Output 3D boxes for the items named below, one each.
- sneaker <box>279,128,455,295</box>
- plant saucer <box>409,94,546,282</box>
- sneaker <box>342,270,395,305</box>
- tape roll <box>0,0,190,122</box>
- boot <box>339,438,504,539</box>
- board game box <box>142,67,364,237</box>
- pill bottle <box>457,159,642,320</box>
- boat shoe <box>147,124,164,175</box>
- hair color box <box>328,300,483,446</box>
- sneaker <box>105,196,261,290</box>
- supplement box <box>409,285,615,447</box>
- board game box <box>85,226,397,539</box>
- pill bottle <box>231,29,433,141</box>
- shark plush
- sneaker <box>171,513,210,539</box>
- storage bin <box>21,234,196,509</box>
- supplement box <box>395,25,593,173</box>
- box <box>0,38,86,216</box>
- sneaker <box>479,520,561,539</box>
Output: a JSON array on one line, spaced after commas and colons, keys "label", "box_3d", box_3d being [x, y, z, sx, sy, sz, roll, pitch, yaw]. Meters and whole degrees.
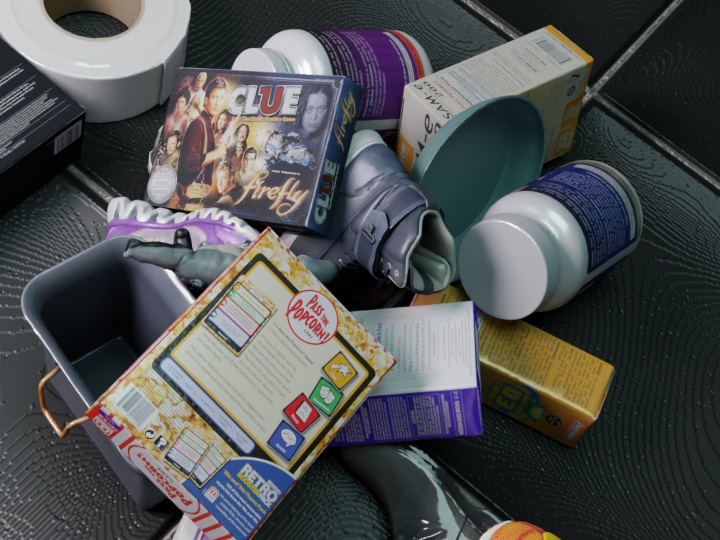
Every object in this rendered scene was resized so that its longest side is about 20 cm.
[{"label": "sneaker", "box_3d": [-0.001, 0.000, 1.146, 0.077, 0.203, 0.146, -3, 41, -48]}, {"label": "plant saucer", "box_3d": [0.101, -0.082, 1.241, 0.199, 0.201, 0.036, -33, 51, -30]}, {"label": "sneaker", "box_3d": [-0.023, -0.065, 1.259, 0.073, 0.082, 0.200, -29, 68, -28]}, {"label": "tape roll", "box_3d": [-0.273, -0.250, 1.321, 0.200, 0.071, 0.204, 7, 56, -10]}, {"label": "boot", "box_3d": [0.036, 0.232, 1.095, 0.199, 0.070, 0.132, 35, 62, 15]}, {"label": "board game box", "box_3d": [-0.100, -0.110, 1.164, 0.198, 0.035, 0.137, 8, 81, 36]}, {"label": "pill bottle", "box_3d": [0.180, -0.029, 1.231, 0.116, 0.116, 0.199, 43, 36, 15]}, {"label": "boat shoe", "box_3d": [-0.131, -0.155, 1.300, 0.070, 0.064, 0.200, 37, 57, 12]}, {"label": "hair color box", "box_3d": [0.005, 0.092, 1.123, 0.198, 0.065, 0.110, -4, 39, 6]}, {"label": "sneaker", "box_3d": [-0.160, -0.006, 1.161, 0.198, 0.081, 0.089, 7, 62, 34]}, {"label": "supplement box", "box_3d": [0.132, 0.085, 1.211, 0.198, 0.067, 0.069, 24, 55, 3]}, {"label": "board game box", "box_3d": [-0.087, 0.089, 0.995, 0.152, 0.046, 0.200, 46, 61, -5]}, {"label": "pill bottle", "box_3d": [-0.029, -0.181, 1.282, 0.199, 0.113, 0.113, -8, 58, -42]}, {"label": "shark plush", "box_3d": [-0.094, 0.015, 1.057, 0.199, 0.090, 0.084, 36, 40, -34]}, {"label": "sneaker", "box_3d": [-0.110, 0.267, 1.036, 0.113, 0.073, 0.202, 18, 66, -7]}, {"label": "storage bin", "box_3d": [-0.194, 0.101, 1.077, 0.145, 0.135, 0.200, -30, 68, -28]}, {"label": "supplement box", "box_3d": [0.134, -0.153, 1.322, 0.199, 0.127, 0.074, -26, 55, -27]}, {"label": "box", "box_3d": [-0.376, -0.117, 1.205, 0.141, 0.079, 0.200, 41, 58, 9]}, {"label": "sneaker", "box_3d": [0.114, 0.302, 1.027, 0.073, 0.077, 0.202, 14, 83, -40]}]
